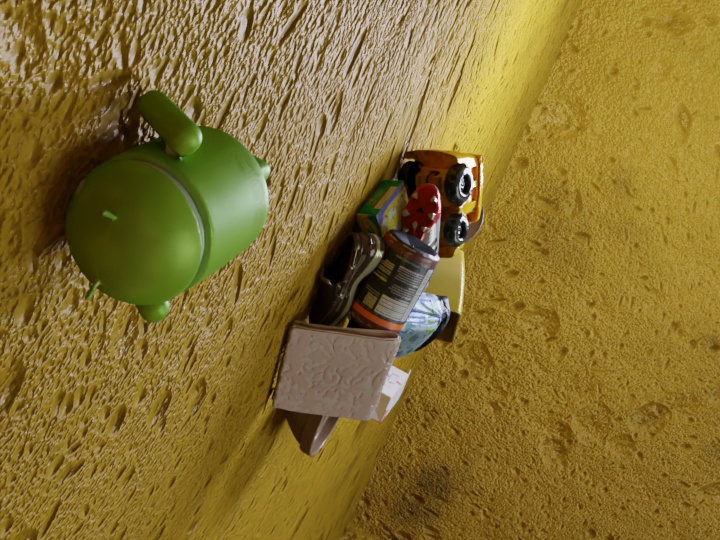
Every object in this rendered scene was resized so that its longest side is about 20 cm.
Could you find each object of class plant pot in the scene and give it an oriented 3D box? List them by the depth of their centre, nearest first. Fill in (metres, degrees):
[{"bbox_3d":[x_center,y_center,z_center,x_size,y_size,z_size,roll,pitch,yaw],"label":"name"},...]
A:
[{"bbox_3d":[-0.086,0.250,1.728,0.201,0.092,0.201,-60,169,-19],"label":"plant pot"},{"bbox_3d":[0.156,0.038,2.150,0.200,0.199,0.177,91,15,-65],"label":"plant pot"}]

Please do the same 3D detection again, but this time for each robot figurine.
[{"bbox_3d":[-0.150,-0.046,0.711,0.200,0.115,0.176,-45,157,-58],"label":"robot figurine"}]

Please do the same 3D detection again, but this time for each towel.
[{"bbox_3d":[-0.046,0.174,1.534,0.032,0.190,0.201,-96,-161,-51],"label":"towel"}]

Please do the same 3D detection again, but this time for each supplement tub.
[{"bbox_3d":[0.047,0.037,1.536,0.201,0.107,0.107,-61,170,15],"label":"supplement tub"}]

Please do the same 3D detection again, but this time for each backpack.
[{"bbox_3d":[0.070,0.108,1.878,0.163,0.199,0.154,-42,-144,35],"label":"backpack"}]

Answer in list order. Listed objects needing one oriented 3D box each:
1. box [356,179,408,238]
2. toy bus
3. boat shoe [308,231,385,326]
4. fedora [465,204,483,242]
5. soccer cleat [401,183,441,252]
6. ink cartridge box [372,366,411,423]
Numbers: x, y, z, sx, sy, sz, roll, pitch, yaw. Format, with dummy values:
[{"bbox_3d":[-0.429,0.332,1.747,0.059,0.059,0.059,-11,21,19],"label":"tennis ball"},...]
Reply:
[{"bbox_3d":[0.058,-0.050,1.621,0.117,0.048,0.201,-54,141,-41],"label":"box"},{"bbox_3d":[0.174,-0.137,1.719,0.192,0.135,0.201,-16,111,-51],"label":"toy bus"},{"bbox_3d":[-0.043,0.015,1.506,0.075,0.075,0.203,15,116,-40],"label":"boat shoe"},{"bbox_3d":[0.163,-0.139,1.859,0.201,0.176,0.091,-86,162,-50],"label":"fedora"},{"bbox_3d":[0.111,-0.056,1.609,0.085,0.068,0.201,-5,102,-68],"label":"soccer cleat"},{"bbox_3d":[0.092,0.397,2.936,0.200,0.067,0.117,-42,156,-58],"label":"ink cartridge box"}]
